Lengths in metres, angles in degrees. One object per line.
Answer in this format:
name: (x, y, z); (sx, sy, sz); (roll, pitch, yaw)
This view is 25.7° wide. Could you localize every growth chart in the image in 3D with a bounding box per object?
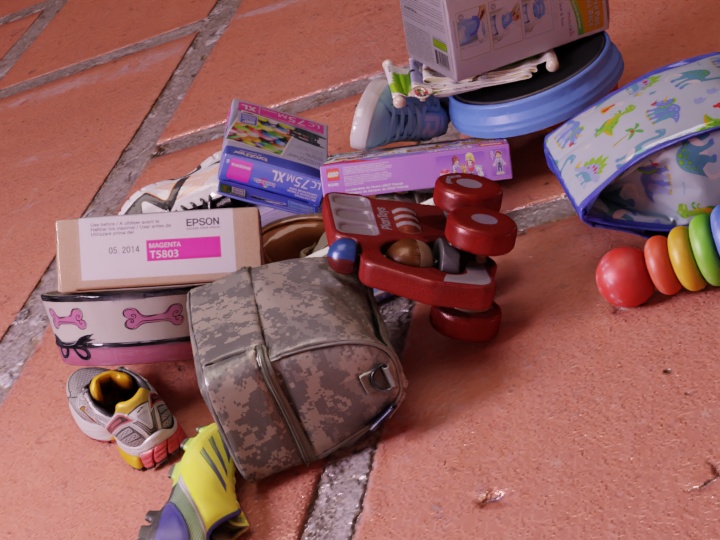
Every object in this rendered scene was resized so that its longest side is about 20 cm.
growth chart: (0.120, -0.225, 1.727); (0.200, 0.018, 0.145); (-13, 29, -5)

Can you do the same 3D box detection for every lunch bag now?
lunch bag: (0.285, -0.109, 1.497); (0.200, 0.127, 0.170); (-14, 26, 0)
lunch bag: (-0.054, 0.077, 1.421); (0.168, 0.139, 0.200); (-23, 27, 3)

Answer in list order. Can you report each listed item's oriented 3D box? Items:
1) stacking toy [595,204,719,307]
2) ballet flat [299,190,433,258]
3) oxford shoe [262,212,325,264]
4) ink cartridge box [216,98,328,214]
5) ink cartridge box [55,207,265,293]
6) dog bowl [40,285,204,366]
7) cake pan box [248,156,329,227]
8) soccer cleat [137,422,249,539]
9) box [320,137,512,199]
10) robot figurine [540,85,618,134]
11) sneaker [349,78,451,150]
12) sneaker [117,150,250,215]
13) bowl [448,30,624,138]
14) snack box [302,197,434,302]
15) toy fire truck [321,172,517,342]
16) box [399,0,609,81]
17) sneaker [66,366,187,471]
stacking toy: (0.299, -0.015, 1.371); (0.200, 0.085, 0.085); (-20, 25, 22)
ballet flat: (0.018, -0.044, 1.674); (0.200, 0.069, 0.069); (-33, 27, -18)
oxford shoe: (-0.106, 0.002, 1.710); (0.200, 0.071, 0.071); (-25, 43, 12)
ink cartridge box: (-0.097, -0.128, 1.783); (0.119, 0.042, 0.200); (15, 29, -8)
ink cartridge box: (-0.198, -0.022, 1.583); (0.200, 0.075, 0.165); (-3, 1, -6)
dog bowl: (-0.222, 0.052, 1.611); (0.200, 0.074, 0.200); (-4, 2, 0)
cake pan box: (-0.106, -0.064, 1.837); (0.200, 0.052, 0.184); (-24, 28, 1)
soccer cleat: (-0.131, 0.203, 1.363); (0.084, 0.065, 0.200); (12, 29, 5)
box: (0.061, -0.112, 1.699); (0.200, 0.039, 0.137); (-6, 9, 5)
robot figurine: (0.207, -0.214, 1.839); (0.145, 0.058, 0.200); (-31, 27, -15)
sneaker: (0.054, -0.174, 1.755); (0.082, 0.074, 0.200); (16, 25, 18)
sneaker: (-0.191, -0.075, 1.795); (0.200, 0.074, 0.080); (-36, 30, -20)
bowl: (0.189, -0.214, 1.745); (0.201, 0.039, 0.201); (-18, 27, 10)
snack box: (0.000, 0.000, 1.605); (0.200, 0.072, 0.024); (-25, -19, -1)
toy fire truck: (0.049, -0.018, 1.469); (0.168, 0.112, 0.200); (5, 24, -7)
box: (0.156, -0.293, 1.713); (0.200, 0.101, 0.112); (-21, 30, -18)
sneaker: (-0.238, 0.124, 1.557); (0.078, 0.082, 0.200); (-36, 27, -22)
